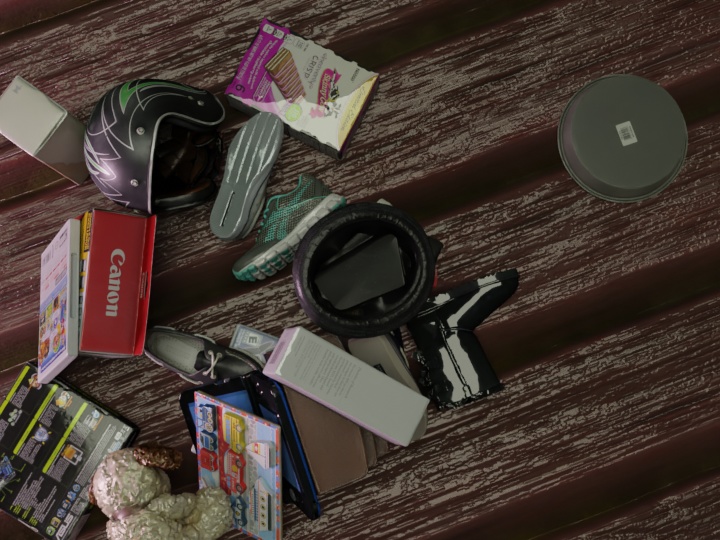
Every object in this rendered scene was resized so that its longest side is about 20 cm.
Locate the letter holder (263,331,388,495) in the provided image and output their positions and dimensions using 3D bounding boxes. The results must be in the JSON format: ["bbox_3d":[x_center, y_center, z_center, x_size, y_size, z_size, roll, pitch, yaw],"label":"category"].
[{"bbox_3d":[-0.035,0.190,1.336,0.141,0.101,0.202,-18,90,-13],"label":"letter holder"}]

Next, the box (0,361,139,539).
[{"bbox_3d":[-0.456,0.267,1.384,0.192,0.048,0.201,29,85,7],"label":"box"}]

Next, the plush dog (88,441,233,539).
[{"bbox_3d":[-0.300,0.325,1.288,0.199,0.160,0.173,-29,87,23],"label":"plush dog"}]

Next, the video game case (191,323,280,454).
[{"bbox_3d":[-0.132,0.202,1.396,0.181,0.023,0.202,19,83,4],"label":"video game case"}]

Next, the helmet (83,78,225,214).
[{"bbox_3d":[-0.299,-0.178,1.350,0.189,0.200,0.202,-13,81,-32],"label":"helmet"}]

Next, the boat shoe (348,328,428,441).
[{"bbox_3d":[0.051,0.144,1.377,0.074,0.093,0.201,-14,114,22],"label":"boat shoe"}]

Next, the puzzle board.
[{"bbox_3d":[-0.171,0.277,1.307,0.150,0.017,0.202,17,119,32],"label":"puzzle board"}]

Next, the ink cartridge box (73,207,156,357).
[{"bbox_3d":[-0.360,0.020,1.341,0.083,0.175,0.202,8,81,-30],"label":"ink cartridge box"}]

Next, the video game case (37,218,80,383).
[{"bbox_3d":[-0.431,0.045,1.351,0.018,0.143,0.202,9,65,-32],"label":"video game case"}]

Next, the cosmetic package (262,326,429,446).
[{"bbox_3d":[-0.021,0.151,1.241,0.199,0.101,0.072,31,78,-11],"label":"cosmetic package"}]

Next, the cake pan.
[{"bbox_3d":[0.400,-0.204,1.430,0.198,0.037,0.202,0,83,1],"label":"cake pan"}]

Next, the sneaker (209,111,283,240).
[{"bbox_3d":[-0.167,-0.139,1.412,0.073,0.071,0.201,26,93,13],"label":"sneaker"}]

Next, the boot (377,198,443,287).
[{"bbox_3d":[0.030,0.013,1.395,0.144,0.072,0.201,37,81,4],"label":"boot"}]

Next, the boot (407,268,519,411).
[{"bbox_3d":[0.163,0.103,1.378,0.197,0.073,0.164,-22,80,6],"label":"boot"}]

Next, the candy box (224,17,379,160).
[{"bbox_3d":[-0.087,-0.275,1.438,0.199,0.061,0.137,26,84,4],"label":"candy box"}]

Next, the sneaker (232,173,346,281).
[{"bbox_3d":[-0.119,-0.065,1.413,0.200,0.078,0.091,-39,75,-11],"label":"sneaker"}]

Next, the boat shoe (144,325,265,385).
[{"bbox_3d":[-0.228,0.129,1.371,0.199,0.060,0.074,23,84,16],"label":"boat shoe"}]

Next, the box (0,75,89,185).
[{"bbox_3d":[-0.446,-0.197,1.365,0.095,0.200,0.078,36,86,6],"label":"box"}]

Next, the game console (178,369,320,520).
[{"bbox_3d":[-0.155,0.253,1.307,0.118,0.170,0.202,-21,101,-19],"label":"game console"}]

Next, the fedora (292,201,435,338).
[{"bbox_3d":[0.000,0.000,1.316,0.199,0.092,0.203,0,89,-12],"label":"fedora"}]
